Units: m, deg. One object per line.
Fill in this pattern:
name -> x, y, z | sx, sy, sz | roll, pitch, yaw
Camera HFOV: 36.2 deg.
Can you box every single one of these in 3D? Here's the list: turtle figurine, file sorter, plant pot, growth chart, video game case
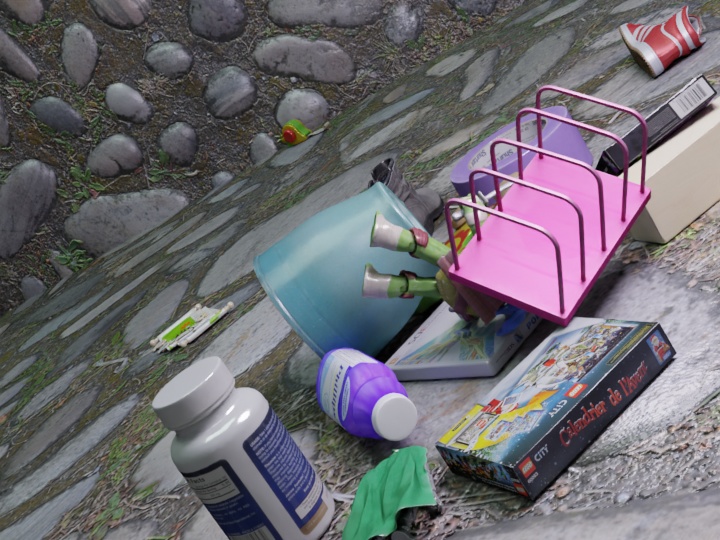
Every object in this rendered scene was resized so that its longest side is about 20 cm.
turtle figurine -> 0.104, -0.015, 1.257 | 0.144, 0.192, 0.202 | 103, 177, -60
file sorter -> 0.193, -0.076, 1.128 | 0.138, 0.126, 0.200 | 22, 57, 29
plant pot -> 0.000, 0.000, 1.379 | 0.188, 0.200, 0.200 | -40, 15, 8
growth chart -> -0.327, 0.109, 2.099 | 0.145, 0.018, 0.199 | -41, 16, -22
video game case -> 0.137, 0.063, 1.300 | 0.182, 0.022, 0.199 | -44, 19, -31

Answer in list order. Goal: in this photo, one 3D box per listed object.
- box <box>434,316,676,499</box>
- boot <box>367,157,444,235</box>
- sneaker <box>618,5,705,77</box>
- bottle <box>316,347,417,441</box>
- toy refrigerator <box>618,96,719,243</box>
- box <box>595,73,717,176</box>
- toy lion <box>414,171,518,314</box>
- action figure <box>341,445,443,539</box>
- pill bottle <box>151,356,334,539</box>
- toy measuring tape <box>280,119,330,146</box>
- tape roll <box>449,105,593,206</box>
box -> 0.178, 0.120, 1.020 | 0.200, 0.038, 0.136 | -40, 17, -20
boot -> 0.074, -0.130, 1.791 | 0.069, 0.132, 0.200 | -29, 16, 16
sneaker -> 0.500, -0.390, 1.823 | 0.112, 0.071, 0.201 | -34, 23, 13
bottle -> 0.006, 0.141, 1.220 | 0.065, 0.085, 0.200 | 5, 5, -19
toy refrigerator -> 0.383, -0.121, 1.257 | 0.199, 0.076, 0.070 | -38, 16, -12
box -> 0.355, -0.162, 1.351 | 0.143, 0.036, 0.200 | -39, -7, 4
toy lion -> 0.134, -0.024, 1.458 | 0.192, 0.069, 0.200 | -49, 8, -26
action figure -> 0.033, 0.210, 1.015 | 0.117, 0.055, 0.200 | -31, 9, 14
pill bottle -> -0.120, 0.190, 1.105 | 0.110, 0.201, 0.111 | -30, 16, 9
toy measuring tape -> -0.174, -0.422, 3.262 | 0.199, 0.074, 0.074 | -17, 22, 46
tape roll -> 0.237, -0.153, 1.626 | 0.199, 0.085, 0.200 | -31, 17, 10
